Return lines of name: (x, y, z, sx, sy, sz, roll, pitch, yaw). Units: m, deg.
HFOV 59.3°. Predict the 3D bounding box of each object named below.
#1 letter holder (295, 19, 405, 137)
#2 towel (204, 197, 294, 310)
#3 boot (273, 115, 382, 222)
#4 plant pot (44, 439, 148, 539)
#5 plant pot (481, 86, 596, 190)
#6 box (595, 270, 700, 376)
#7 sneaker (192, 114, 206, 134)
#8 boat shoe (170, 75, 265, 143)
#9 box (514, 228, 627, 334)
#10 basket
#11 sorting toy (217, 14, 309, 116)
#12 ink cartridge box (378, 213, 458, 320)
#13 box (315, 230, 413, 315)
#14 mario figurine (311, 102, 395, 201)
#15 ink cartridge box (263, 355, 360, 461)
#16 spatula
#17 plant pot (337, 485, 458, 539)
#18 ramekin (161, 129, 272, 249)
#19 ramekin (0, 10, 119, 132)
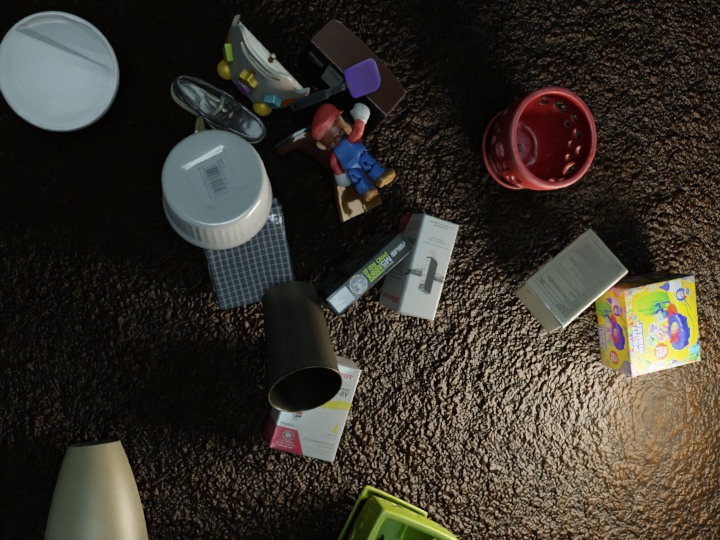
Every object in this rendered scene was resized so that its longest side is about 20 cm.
letter holder: (-0.001, -0.396, 1.250, 0.200, 0.100, 0.143, 43, 66, -8)
towel: (-0.215, -0.026, 1.227, 0.163, 0.086, 0.203, -15, 117, -13)
boot: (-0.065, -0.197, 1.295, 0.186, 0.068, 0.203, -20, 99, -24)
plant pot: (-0.493, 0.426, 1.182, 0.184, 0.187, 0.204, -2, 81, -15)
plant pot: (0.364, -0.271, 1.339, 0.197, 0.182, 0.204, -1, 96, -15)
box: (0.671, 0.120, 1.487, 0.190, 0.122, 0.203, -10, 97, -13)
sneaker: (-0.273, -0.204, 1.232, 0.087, 0.077, 0.203, -16, 106, -15)
boat shoe: (-0.273, -0.311, 1.223, 0.198, 0.065, 0.073, 31, 85, -16)
box: (0.466, 0.026, 1.412, 0.199, 0.109, 0.128, -37, 79, -9)
basket: (-0.118, 0.135, 1.188, 0.134, 0.181, 0.202, -3, 54, -16)
sorting toy: (-0.188, -0.383, 1.181, 0.200, 0.180, 0.107, 44, 83, -14)
ink cartridge box: (0.117, -0.010, 1.313, 0.083, 0.144, 0.203, 16, 91, -15)
box: (0.000, 0.000, 1.275, 0.200, 0.160, 0.044, -42, 102, -9)
mario figurine: (-0.014, -0.239, 1.225, 0.123, 0.106, 0.201, -37, 86, -6)
ink cartridge box: (-0.100, 0.272, 1.310, 0.143, 0.083, 0.203, 18, 90, -16)
spatula: (-0.053, -0.337, 1.189, 0.198, 0.021, 0.057, -13, 105, 32)
plant pot: (0.059, 0.584, 1.329, 0.197, 0.181, 0.202, 28, 87, -16)
ramekin: (-0.255, -0.147, 1.117, 0.197, 0.098, 0.204, 2, 77, -8)
ramekin: (-0.532, -0.348, 1.136, 0.199, 0.094, 0.206, -1, 95, -14)
